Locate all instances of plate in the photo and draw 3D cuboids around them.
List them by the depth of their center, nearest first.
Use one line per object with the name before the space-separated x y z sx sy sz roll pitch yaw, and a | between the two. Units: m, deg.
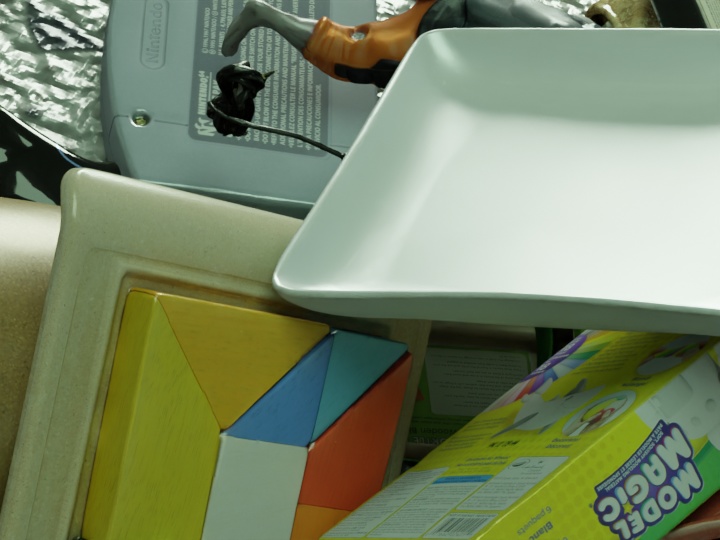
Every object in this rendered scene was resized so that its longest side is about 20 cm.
plate | 0.089 -0.032 0.867 0.198 0.033 0.200 3 35 20

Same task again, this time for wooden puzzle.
wooden puzzle | -0.047 0.077 0.832 0.037 0.202 0.184 5 -6 45

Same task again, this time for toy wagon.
toy wagon | 0.032 0.070 0.983 0.154 0.040 0.201 5 49 -11

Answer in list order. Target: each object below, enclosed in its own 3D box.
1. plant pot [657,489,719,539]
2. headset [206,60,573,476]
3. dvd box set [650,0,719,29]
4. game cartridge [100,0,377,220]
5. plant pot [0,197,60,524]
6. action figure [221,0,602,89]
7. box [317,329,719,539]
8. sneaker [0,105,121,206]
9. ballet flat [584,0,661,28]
plant pot | 0.197 0.116 0.893 0.199 0.202 0.196 25 40 8
headset | 0.000 0.000 0.958 0.123 0.094 0.201 -33 85 -18
dvd box set | 0.233 -0.109 1.156 0.199 0.029 0.147 10 48 -32
game cartridge | -0.057 -0.097 1.111 0.132 0.042 0.201 5 48 -5
plant pot | -0.137 0.046 0.880 0.199 0.187 0.187 -13 52 -39
action figure | 0.036 -0.089 1.042 0.192 0.105 0.200 28 46 12
box | 0.091 0.060 0.845 0.200 0.117 0.049 -37 102 -26
sneaker | -0.200 -0.047 1.010 0.199 0.070 0.078 24 43 -2
ballet flat | 0.140 -0.063 1.126 0.065 0.071 0.201 -12 44 11
